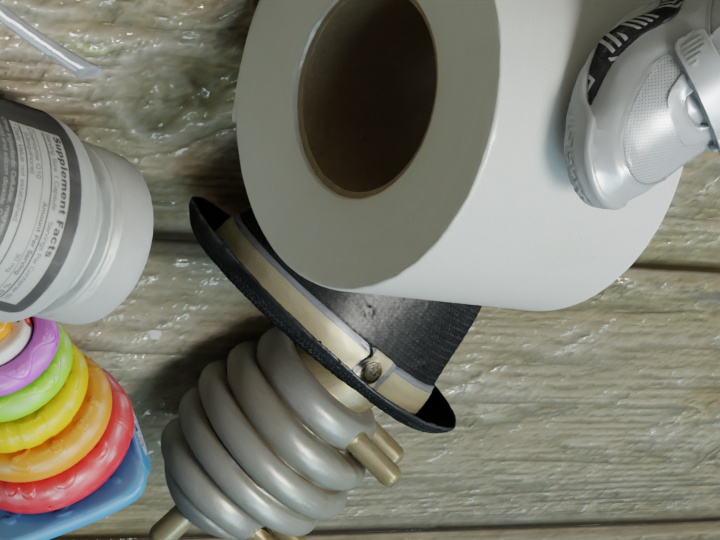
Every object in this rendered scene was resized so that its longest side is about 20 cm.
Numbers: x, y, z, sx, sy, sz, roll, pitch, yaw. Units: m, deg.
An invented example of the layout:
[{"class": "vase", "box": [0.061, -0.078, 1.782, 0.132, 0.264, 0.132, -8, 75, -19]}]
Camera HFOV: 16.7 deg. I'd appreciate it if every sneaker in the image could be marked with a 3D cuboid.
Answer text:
[{"class": "sneaker", "box": [0.188, -0.100, 1.155, 0.200, 0.115, 0.075, -45, 123, -21]}]

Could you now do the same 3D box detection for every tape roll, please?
[{"class": "tape roll", "box": [0.051, -0.084, 1.252, 0.139, 0.203, 0.203, 6, 139, -40]}]

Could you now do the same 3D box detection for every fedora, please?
[{"class": "fedora", "box": [0.000, 0.000, 1.392, 0.092, 0.201, 0.200, -48, 146, 5]}]

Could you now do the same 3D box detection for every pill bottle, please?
[{"class": "pill bottle", "box": [-0.205, -0.036, 1.232, 0.113, 0.113, 0.200, -39, 147, 25]}]

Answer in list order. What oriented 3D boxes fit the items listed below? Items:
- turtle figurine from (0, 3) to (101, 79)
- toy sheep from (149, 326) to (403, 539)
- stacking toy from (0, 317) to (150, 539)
[{"class": "turtle figurine", "box": [-0.212, -0.145, 1.027, 0.193, 0.144, 0.200, -12, 145, -13]}, {"class": "toy sheep", "box": [-0.057, 0.113, 1.557, 0.200, 0.138, 0.138, -43, 147, 9]}, {"class": "stacking toy", "box": [-0.203, 0.057, 1.418, 0.109, 0.116, 0.200, -23, 136, -3]}]
